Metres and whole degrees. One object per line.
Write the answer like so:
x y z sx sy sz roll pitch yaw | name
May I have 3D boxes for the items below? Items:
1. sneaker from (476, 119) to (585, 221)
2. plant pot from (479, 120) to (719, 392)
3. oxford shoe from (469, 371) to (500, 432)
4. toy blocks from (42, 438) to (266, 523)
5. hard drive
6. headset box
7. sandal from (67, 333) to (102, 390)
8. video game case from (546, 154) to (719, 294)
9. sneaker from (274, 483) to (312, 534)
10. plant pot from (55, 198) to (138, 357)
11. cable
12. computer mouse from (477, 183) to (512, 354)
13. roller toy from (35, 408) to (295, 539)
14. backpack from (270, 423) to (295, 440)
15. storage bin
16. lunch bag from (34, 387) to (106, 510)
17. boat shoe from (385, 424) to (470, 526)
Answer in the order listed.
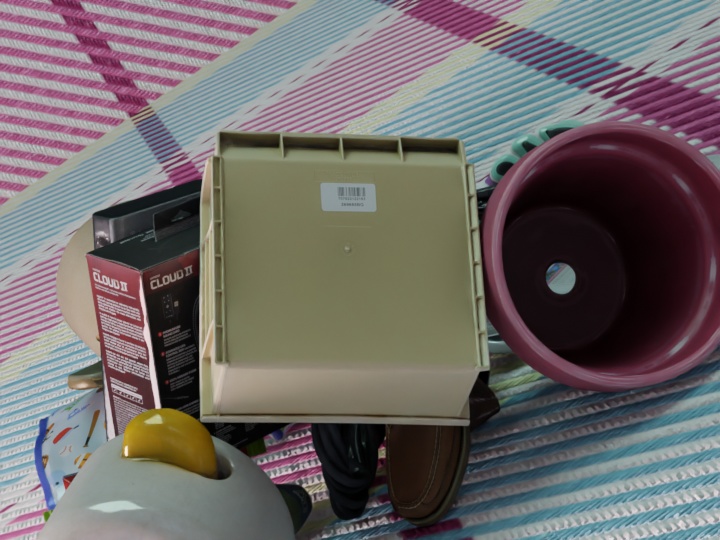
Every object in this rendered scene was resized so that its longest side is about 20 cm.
0.145 -0.071 1.915 0.200 0.078 0.140 -43 1 14 | sneaker
0.172 -0.002 1.561 0.200 0.200 0.179 -38 2 -14 | plant pot
0.070 0.089 1.701 0.073 0.071 0.200 -16 24 -2 | oxford shoe
-0.169 0.176 1.698 0.199 0.100 0.137 -14 -3 -8 | toy blocks
-0.158 0.037 1.667 0.033 0.201 0.139 11 21 35 | hard drive
-0.127 0.043 1.608 0.149 0.201 0.077 -25 27 -38 | headset box
-0.207 0.060 1.906 0.080 0.054 0.200 -12 16 40 | sandal
0.219 -0.033 1.813 0.200 0.022 0.182 -43 20 -25 | video game case
-0.117 0.226 1.668 0.200 0.067 0.090 -29 -2 38 | sneaker
-0.211 0.047 2.157 0.187 0.188 0.200 -34 30 -3 | plant pot
-0.001 0.115 1.605 0.051 0.200 0.164 -2 60 7 | cable
0.111 0.006 1.771 0.109 0.044 0.200 -11 47 2 | computer mouse
-0.146 0.214 1.518 0.182 0.200 0.140 -32 16 27 | roller toy
-0.068 0.061 1.816 0.147 0.183 0.200 -43 26 -9 | backpack
-0.016 0.004 1.499 0.199 0.199 0.094 1 -27 -8 | storage bin
-0.205 0.167 1.872 0.170 0.124 0.200 -32 10 0 | lunch bag
0.042 0.094 1.567 0.072 0.068 0.201 -13 58 33 | boat shoe
